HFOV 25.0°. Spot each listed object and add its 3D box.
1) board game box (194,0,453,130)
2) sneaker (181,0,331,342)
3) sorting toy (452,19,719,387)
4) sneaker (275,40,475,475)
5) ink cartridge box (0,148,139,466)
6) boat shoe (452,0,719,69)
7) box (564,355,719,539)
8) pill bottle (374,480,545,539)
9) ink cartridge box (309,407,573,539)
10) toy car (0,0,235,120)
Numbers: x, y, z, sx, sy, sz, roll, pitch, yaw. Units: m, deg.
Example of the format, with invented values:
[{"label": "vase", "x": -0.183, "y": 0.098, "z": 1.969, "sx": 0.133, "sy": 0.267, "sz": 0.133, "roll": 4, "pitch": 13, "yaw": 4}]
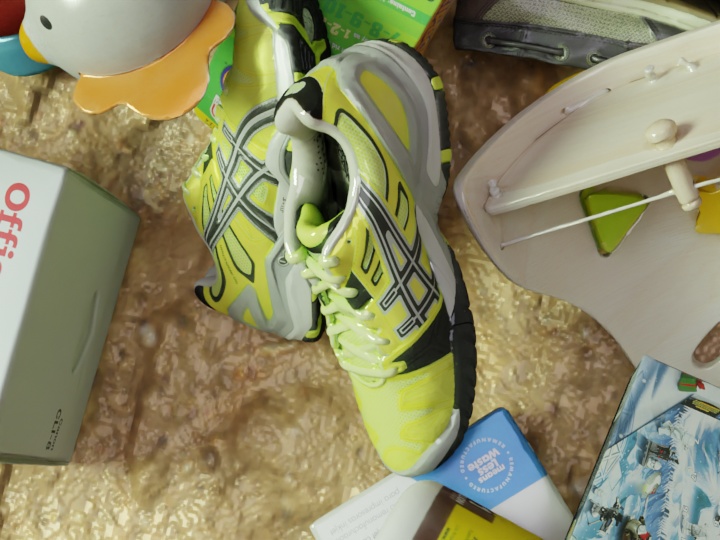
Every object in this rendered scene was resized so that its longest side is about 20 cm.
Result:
[{"label": "board game box", "x": -0.016, "y": -0.123, "z": 0.820, "sx": 0.095, "sy": 0.030, "sz": 0.201, "roll": 42, "pitch": 131, "yaw": 10}, {"label": "sneaker", "x": -0.053, "y": -0.054, "z": 0.808, "sx": 0.076, "sy": 0.076, "sz": 0.202, "roll": 6, "pitch": 117, "yaw": 11}, {"label": "sorting toy", "x": 0.176, "y": -0.017, "z": 0.779, "sx": 0.198, "sy": 0.107, "sz": 0.181, "roll": -16, "pitch": 116, "yaw": 27}, {"label": "sneaker", "x": 0.000, "y": 0.000, "z": 0.744, "sx": 0.075, "sy": 0.076, "sz": 0.202, "roll": 3, "pitch": 107, "yaw": 48}, {"label": "ink cartridge box", "x": -0.235, "y": 0.004, "z": 0.823, "sx": 0.198, "sy": 0.145, "sz": 0.147, "roll": 14, "pitch": 84, "yaw": 7}, {"label": "boat shoe", "x": 0.143, "y": -0.115, "z": 0.837, "sx": 0.199, "sy": 0.072, "sz": 0.067, "roll": 18, "pitch": 108, "yaw": 6}, {"label": "box", "x": 0.137, "y": 0.153, "z": 0.645, "sx": 0.136, "sy": 0.040, "sz": 0.201, "roll": 24, "pitch": 73, "yaw": 8}, {"label": "pill bottle", "x": 0.086, "y": 0.183, "z": 0.713, "sx": 0.199, "sy": 0.109, "sz": 0.110, "roll": 28, "pitch": 87, "yaw": 8}, {"label": "ink cartridge box", "x": 0.075, "y": 0.183, "z": 0.804, "sx": 0.116, "sy": 0.067, "sz": 0.201, "roll": -32, "pitch": 81, "yaw": 2}, {"label": "toy car", "x": -0.137, "y": -0.142, "z": 0.779, "sx": 0.176, "sy": 0.185, "sz": 0.201, "roll": -29, "pitch": 57, "yaw": 2}]
